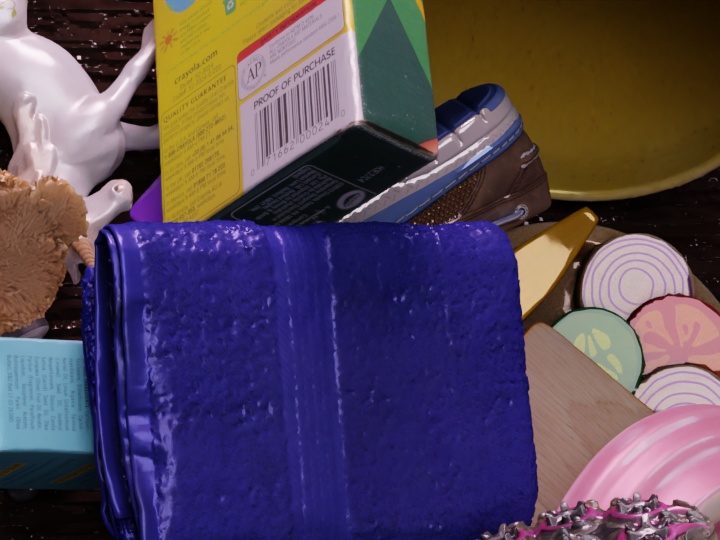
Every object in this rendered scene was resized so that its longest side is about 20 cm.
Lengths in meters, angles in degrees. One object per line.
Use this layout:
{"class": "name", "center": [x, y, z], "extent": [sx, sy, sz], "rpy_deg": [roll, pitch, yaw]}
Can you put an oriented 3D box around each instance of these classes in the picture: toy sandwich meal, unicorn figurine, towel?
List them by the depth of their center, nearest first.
{"class": "towel", "center": [-0.021, 0.053, 1.101], "extent": [0.199, 0.049, 0.149], "rpy_deg": [-2, 85, -31]}
{"class": "unicorn figurine", "center": [-0.136, -0.082, 1.204], "extent": [0.200, 0.074, 0.137], "rpy_deg": [41, 66, 19]}
{"class": "toy sandwich meal", "center": [0.103, 0.065, 1.214], "extent": [0.204, 0.070, 0.206], "rpy_deg": [4, 73, -13]}

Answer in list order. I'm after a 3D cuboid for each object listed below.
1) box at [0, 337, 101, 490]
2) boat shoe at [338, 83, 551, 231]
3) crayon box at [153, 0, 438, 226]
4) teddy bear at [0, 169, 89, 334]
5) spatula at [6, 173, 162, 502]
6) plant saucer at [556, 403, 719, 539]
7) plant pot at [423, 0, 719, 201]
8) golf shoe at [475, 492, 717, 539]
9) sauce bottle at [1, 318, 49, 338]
{"class": "box", "center": [-0.080, 0.066, 1.136], "extent": [0.199, 0.082, 0.049], "rpy_deg": [4, 74, -29]}
{"class": "boat shoe", "center": [0.000, 0.000, 1.194], "extent": [0.200, 0.072, 0.073], "rpy_deg": [-34, 105, 2]}
{"class": "crayon box", "center": [-0.033, -0.112, 1.152], "extent": [0.051, 0.127, 0.201], "rpy_deg": [22, 51, -38]}
{"class": "teddy bear", "center": [-0.212, -0.042, 1.080], "extent": [0.199, 0.067, 0.146], "rpy_deg": [10, 93, -30]}
{"class": "spatula", "center": [-0.104, 0.020, 1.196], "extent": [0.056, 0.021, 0.201], "rpy_deg": [18, 71, 35]}
{"class": "plant saucer", "center": [0.159, 0.161, 1.162], "extent": [0.200, 0.051, 0.202], "rpy_deg": [-4, 96, -39]}
{"class": "plant pot", "center": [0.106, -0.152, 1.235], "extent": [0.199, 0.200, 0.142], "rpy_deg": [17, 46, -9]}
{"class": "golf shoe", "center": [0.060, 0.158, 1.081], "extent": [0.199, 0.073, 0.092], "rpy_deg": [-24, 104, 7]}
{"class": "sauce bottle", "center": [-0.208, -0.047, 1.172], "extent": [0.065, 0.065, 0.201], "rpy_deg": [-28, 82, -20]}
